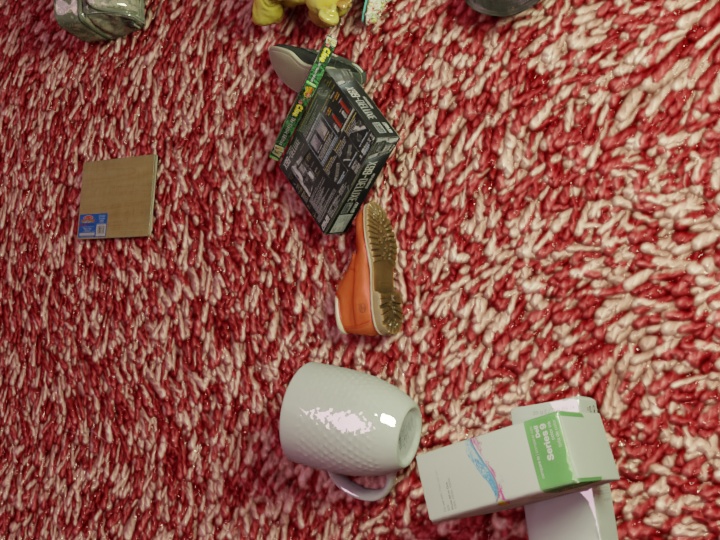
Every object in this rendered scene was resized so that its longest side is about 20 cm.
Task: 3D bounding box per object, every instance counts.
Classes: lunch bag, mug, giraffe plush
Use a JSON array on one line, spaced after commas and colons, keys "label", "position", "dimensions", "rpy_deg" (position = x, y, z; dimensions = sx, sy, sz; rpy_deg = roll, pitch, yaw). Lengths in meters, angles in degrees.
[{"label": "lunch bag", "position": [-0.485, -0.554, 1.808], "dimensions": [0.165, 0.139, 0.204], "rpy_deg": [-2, 81, 16]}, {"label": "mug", "position": [-0.005, 0.243, 1.361], "dimensions": [0.173, 0.147, 0.203], "rpy_deg": [8, 116, 27]}, {"label": "giraffe plush", "position": [-0.080, -0.461, 1.522], "dimensions": [0.160, 0.200, 0.175], "rpy_deg": [25, 93, 4]}]

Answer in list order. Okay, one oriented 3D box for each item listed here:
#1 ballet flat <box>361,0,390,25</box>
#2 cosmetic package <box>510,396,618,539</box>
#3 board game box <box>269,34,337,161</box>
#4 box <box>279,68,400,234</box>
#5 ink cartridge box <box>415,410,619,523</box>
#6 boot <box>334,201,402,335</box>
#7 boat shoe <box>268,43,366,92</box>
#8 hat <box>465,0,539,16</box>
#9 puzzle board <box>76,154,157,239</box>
[{"label": "ballet flat", "position": [0.043, -0.487, 1.488], "dimensions": [0.063, 0.076, 0.204], "rpy_deg": [7, 91, 0]}, {"label": "cosmetic package", "position": [0.262, 0.271, 1.209], "dimensions": [0.100, 0.074, 0.204], "rpy_deg": [-16, 72, 31]}, {"label": "board game box", "position": [-0.091, -0.265, 1.470], "dimensions": [0.200, 0.023, 0.106], "rpy_deg": [129, 162, -57]}, {"label": "box", "position": [-0.038, -0.181, 1.455], "dimensions": [0.159, 0.049, 0.201], "rpy_deg": [55, 133, 28]}, {"label": "ink cartridge box", "position": [0.188, 0.237, 1.134], "dimensions": [0.198, 0.144, 0.089], "rpy_deg": [-26, 68, 29]}, {"label": "boot", "position": [0.000, 0.000, 1.430], "dimensions": [0.106, 0.075, 0.204], "rpy_deg": [-10, 78, 36]}, {"label": "boat shoe", "position": [-0.074, -0.330, 1.546], "dimensions": [0.199, 0.067, 0.073], "rpy_deg": [27, 140, 38]}, {"label": "hat", "position": [0.227, -0.459, 1.353], "dimensions": [0.198, 0.080, 0.205], "rpy_deg": [0, 89, 37]}, {"label": "puzzle board", "position": [-0.461, -0.137, 1.787], "dimensions": [0.197, 0.017, 0.154], "rpy_deg": [-1, 82, 34]}]
